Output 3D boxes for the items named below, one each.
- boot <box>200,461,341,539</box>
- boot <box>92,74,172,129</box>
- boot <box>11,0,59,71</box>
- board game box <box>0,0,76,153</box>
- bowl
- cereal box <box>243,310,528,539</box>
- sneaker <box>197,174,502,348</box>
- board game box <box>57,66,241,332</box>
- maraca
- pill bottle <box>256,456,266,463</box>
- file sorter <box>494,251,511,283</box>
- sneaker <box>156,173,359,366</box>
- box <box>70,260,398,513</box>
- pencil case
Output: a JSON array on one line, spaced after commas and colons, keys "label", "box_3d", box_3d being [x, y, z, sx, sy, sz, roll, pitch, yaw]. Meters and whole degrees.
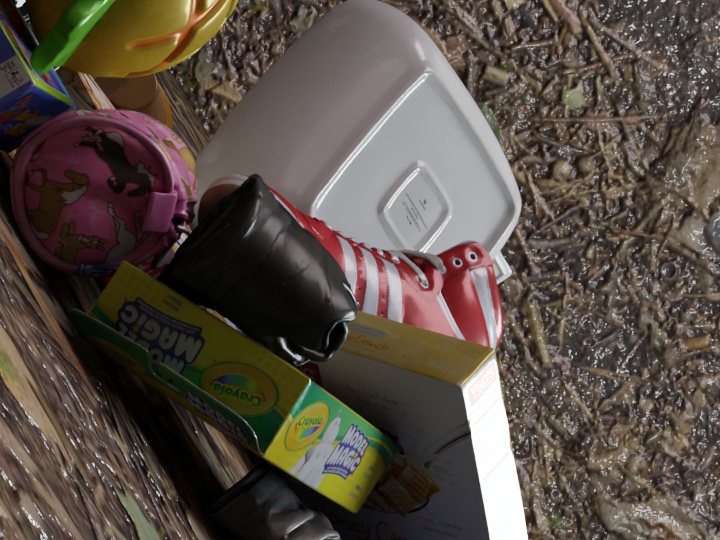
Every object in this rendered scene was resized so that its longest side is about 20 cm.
[{"label": "boot", "box_3d": [-0.016, 0.160, 1.545, 0.132, 0.070, 0.200, 51, -7, 14]}, {"label": "boot", "box_3d": [-0.194, -0.142, 1.880, 0.201, 0.071, 0.144, 48, -15, 10]}, {"label": "boot", "box_3d": [-0.215, -0.208, 1.594, 0.162, 0.199, 0.073, 31, 34, 24]}, {"label": "board game box", "box_3d": [-0.219, -0.159, 1.484, 0.201, 0.045, 0.134, 59, 2, 3]}, {"label": "bowl", "box_3d": [0.009, -0.041, 1.786, 0.074, 0.200, 0.200, 11, -37, 49]}, {"label": "cereal box", "box_3d": [0.018, 0.113, 1.584, 0.143, 0.040, 0.201, 14, -48, 34]}, {"label": "sneaker", "box_3d": [0.000, 0.000, 1.629, 0.200, 0.071, 0.113, 49, 49, -20]}, {"label": "board game box", "box_3d": [-0.130, -0.025, 1.707, 0.200, 0.046, 0.152, 60, 1, 26]}, {"label": "maraca", "box_3d": [-0.114, -0.152, 1.487, 0.107, 0.137, 0.200, 38, 11, -4]}, {"label": "pill bottle", "box_3d": [0.015, 0.147, 1.863, 0.200, 0.109, 0.109, 60, 2, 20]}, {"label": "file sorter", "box_3d": [-0.033, -0.017, 1.947, 0.139, 0.200, 0.125, 57, -2, -42]}, {"label": "sneaker", "box_3d": [-0.046, 0.007, 1.462, 0.091, 0.076, 0.200, 42, 2, -5]}, {"label": "box", "box_3d": [-0.061, 0.056, 1.455, 0.117, 0.048, 0.200, 32, -2, 19]}, {"label": "pencil case", "box_3d": [-0.126, -0.041, 1.511, 0.200, 0.082, 0.087, -109, 175, -86]}]
